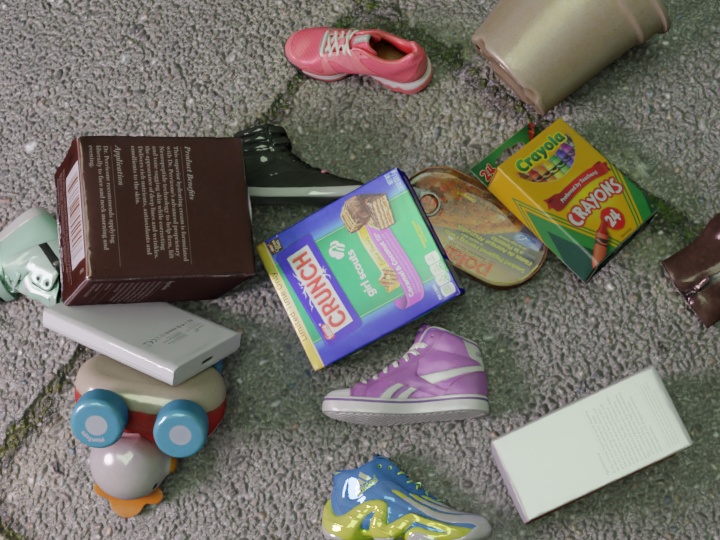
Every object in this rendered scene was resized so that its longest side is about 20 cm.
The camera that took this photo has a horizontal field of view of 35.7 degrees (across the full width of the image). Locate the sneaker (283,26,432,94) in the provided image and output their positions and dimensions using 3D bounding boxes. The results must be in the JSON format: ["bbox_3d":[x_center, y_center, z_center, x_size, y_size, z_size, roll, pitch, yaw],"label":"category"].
[{"bbox_3d":[-0.005,-0.287,1.434,0.197,0.087,0.075,10,76,9],"label":"sneaker"}]

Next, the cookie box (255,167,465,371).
[{"bbox_3d":[0.000,0.000,1.343,0.198,0.075,0.173,-29,83,9],"label":"cookie box"}]

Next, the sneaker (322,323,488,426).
[{"bbox_3d":[0.050,0.124,1.339,0.197,0.073,0.116,-3,72,-5],"label":"sneaker"}]

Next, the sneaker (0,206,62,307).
[{"bbox_3d":[-0.442,0.024,1.410,0.200,0.074,0.118,-44,69,-8],"label":"sneaker"}]

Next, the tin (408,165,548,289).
[{"bbox_3d":[0.136,-0.051,1.385,0.198,0.042,0.113,28,77,12],"label":"tin"}]

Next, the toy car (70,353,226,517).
[{"bbox_3d":[-0.252,0.204,1.325,0.174,0.185,0.203,7,112,-4],"label":"toy car"}]

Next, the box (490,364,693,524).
[{"bbox_3d":[0.255,0.200,1.263,0.198,0.124,0.098,-24,75,1],"label":"box"}]

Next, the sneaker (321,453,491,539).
[{"bbox_3d":[0.052,0.265,1.296,0.197,0.076,0.107,-1,75,7],"label":"sneaker"}]

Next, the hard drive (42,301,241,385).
[{"bbox_3d":[-0.260,0.071,1.337,0.198,0.132,0.027,20,115,24],"label":"hard drive"}]

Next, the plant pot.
[{"bbox_3d":[0.242,-0.301,1.370,0.183,0.200,0.201,-44,75,7],"label":"plant pot"}]

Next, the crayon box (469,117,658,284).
[{"bbox_3d":[0.245,-0.098,1.355,0.127,0.051,0.200,-38,74,-27],"label":"crayon box"}]

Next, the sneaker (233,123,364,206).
[{"bbox_3d":[-0.084,-0.135,1.412,0.197,0.071,0.101,3,81,12],"label":"sneaker"}]

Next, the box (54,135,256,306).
[{"bbox_3d":[-0.246,-0.055,1.317,0.197,0.164,0.169,-1,79,-25],"label":"box"}]

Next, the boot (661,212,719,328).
[{"bbox_3d":[0.477,0.018,1.325,0.166,0.072,0.201,-39,76,9],"label":"boot"}]
